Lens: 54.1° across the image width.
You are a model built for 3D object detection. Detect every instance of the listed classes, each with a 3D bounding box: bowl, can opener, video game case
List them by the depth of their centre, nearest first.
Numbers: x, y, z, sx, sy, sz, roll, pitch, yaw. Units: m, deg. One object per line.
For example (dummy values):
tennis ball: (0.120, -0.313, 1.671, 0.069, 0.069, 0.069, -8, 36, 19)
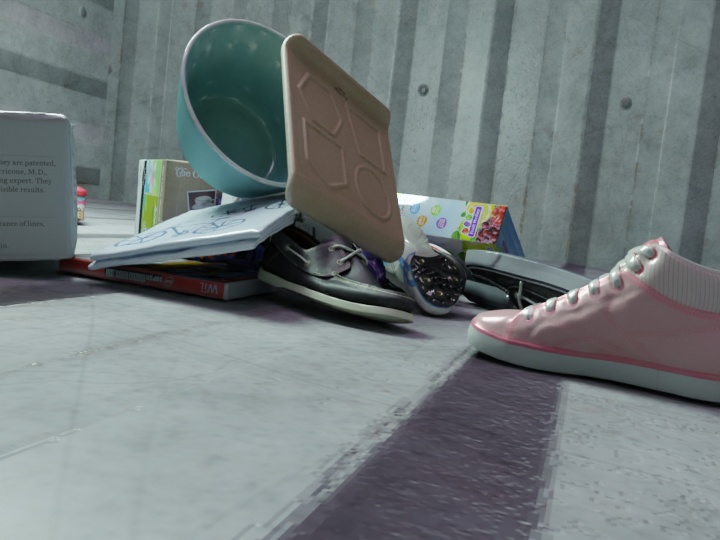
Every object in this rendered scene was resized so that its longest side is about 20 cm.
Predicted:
video game case: (-0.194, 0.003, 0.745, 0.194, 0.018, 0.143, 8, 5, 16)
bowl: (-0.128, -0.165, 0.801, 0.197, 0.206, 0.104, 4, -23, -37)
can opener: (0.190, 0.035, 0.831, 0.066, 0.053, 0.199, 43, -11, -26)

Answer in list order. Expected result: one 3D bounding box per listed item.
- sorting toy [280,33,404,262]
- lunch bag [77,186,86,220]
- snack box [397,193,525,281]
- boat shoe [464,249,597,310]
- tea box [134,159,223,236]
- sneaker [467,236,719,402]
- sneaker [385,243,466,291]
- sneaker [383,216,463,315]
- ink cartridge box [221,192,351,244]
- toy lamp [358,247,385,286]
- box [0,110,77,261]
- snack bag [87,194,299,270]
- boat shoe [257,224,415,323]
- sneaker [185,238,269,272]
sorting toy: (-0.022, -0.126, 0.763, 0.036, 0.205, 0.183, -21, -32, 33)
lunch bag: (-0.655, -0.140, 1.413, 0.195, 0.084, 0.175, 2, 11, -32)
snack box: (0.136, -0.039, 1.061, 0.196, 0.069, 0.169, 11, -22, 30)
boat shoe: (0.182, 0.028, 0.709, 0.196, 0.070, 0.073, 20, 8, 39)
tea box: (-0.215, -0.084, 1.036, 0.195, 0.138, 0.196, 4, 4, -28)
sneaker: (0.178, 0.025, 0.520, 0.195, 0.108, 0.075, 8, 7, 26)
sneaker: (0.090, -0.004, 0.953, 0.106, 0.069, 0.199, -1, 6, -41)
sneaker: (0.063, 0.004, 0.818, 0.070, 0.074, 0.201, 16, 21, -19)
ink cartridge box: (-0.078, -0.117, 0.941, 0.196, 0.149, 0.083, 16, -25, -28)
toy lamp: (0.000, 0.000, 0.840, 0.056, 0.060, 0.200, 7, 5, -1)
box: (-0.386, -0.085, 0.700, 0.195, 0.135, 0.198, -1, 7, -22)
snack bag: (-0.145, -0.044, 0.716, 0.183, 0.022, 0.200, -8, 15, 18)
boat shoe: (-0.025, 0.001, 0.667, 0.197, 0.069, 0.071, 21, 1, 44)
sneaker: (-0.173, -0.030, 0.835, 0.077, 0.078, 0.197, 2, -5, -42)
